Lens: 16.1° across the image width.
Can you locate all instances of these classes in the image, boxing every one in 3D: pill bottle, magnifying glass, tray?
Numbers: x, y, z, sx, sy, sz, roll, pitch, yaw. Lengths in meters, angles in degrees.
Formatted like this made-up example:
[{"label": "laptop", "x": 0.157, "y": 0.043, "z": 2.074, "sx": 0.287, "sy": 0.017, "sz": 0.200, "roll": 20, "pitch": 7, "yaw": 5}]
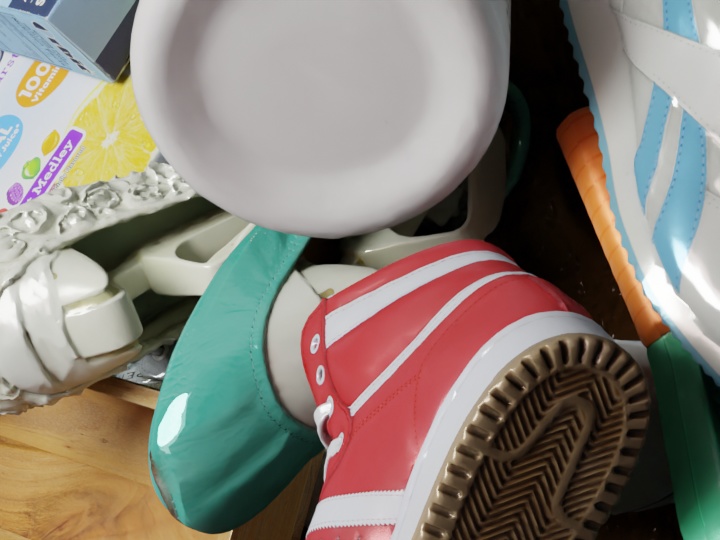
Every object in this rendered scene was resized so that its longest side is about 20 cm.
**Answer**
[{"label": "pill bottle", "x": -0.006, "y": -0.108, "z": 0.827, "sx": 0.115, "sy": 0.114, "sz": 0.200, "roll": -54, "pitch": 15, "yaw": 29}, {"label": "magnifying glass", "x": 0.103, "y": 0.039, "z": 0.749, "sx": 0.022, "sy": 0.079, "sz": 0.201, "roll": -35, "pitch": 60, "yaw": 24}, {"label": "tray", "x": -0.101, "y": 0.087, "z": 0.925, "sx": 0.199, "sy": 0.037, "sz": 0.099, "roll": 13, "pitch": 87, "yaw": 47}]

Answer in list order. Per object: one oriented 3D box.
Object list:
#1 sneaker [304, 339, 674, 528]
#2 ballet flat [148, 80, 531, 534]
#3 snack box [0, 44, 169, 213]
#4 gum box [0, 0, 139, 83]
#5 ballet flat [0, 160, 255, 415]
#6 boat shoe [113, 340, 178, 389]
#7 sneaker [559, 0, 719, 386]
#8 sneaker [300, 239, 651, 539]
[{"label": "sneaker", "x": 0.031, "y": 0.053, "z": 0.842, "sx": 0.199, "sy": 0.071, "sz": 0.074, "roll": -17, "pitch": 71, "yaw": 47}, {"label": "ballet flat", "x": 0.000, "y": 0.000, "z": 0.830, "sx": 0.070, "sy": 0.067, "sz": 0.200, "roll": -9, "pitch": 39, "yaw": 43}, {"label": "snack box", "x": -0.116, "y": -0.062, "z": 1.009, "sx": 0.200, "sy": 0.053, "sz": 0.143, "roll": 24, "pitch": 76, "yaw": 50}, {"label": "gum box", "x": -0.120, "y": -0.171, "z": 1.026, "sx": 0.200, "sy": 0.045, "sz": 0.170, "roll": 20, "pitch": 73, "yaw": 49}, {"label": "ballet flat", "x": -0.075, "y": -0.001, "z": 0.888, "sx": 0.072, "sy": 0.199, "sz": 0.072, "roll": 51, "pitch": 158, "yaw": 31}, {"label": "boat shoe", "x": -0.073, "y": 0.072, "z": 0.966, "sx": 0.074, "sy": 0.065, "sz": 0.203, "roll": -21, "pitch": 67, "yaw": 45}, {"label": "sneaker", "x": 0.121, "y": -0.041, "z": 0.750, "sx": 0.081, "sy": 0.076, "sz": 0.201, "roll": -39, "pitch": 58, "yaw": 37}, {"label": "sneaker", "x": 0.001, "y": 0.083, "z": 0.738, "sx": 0.201, "sy": 0.071, "sz": 0.113, "roll": -56, "pitch": 27, "yaw": 10}]
